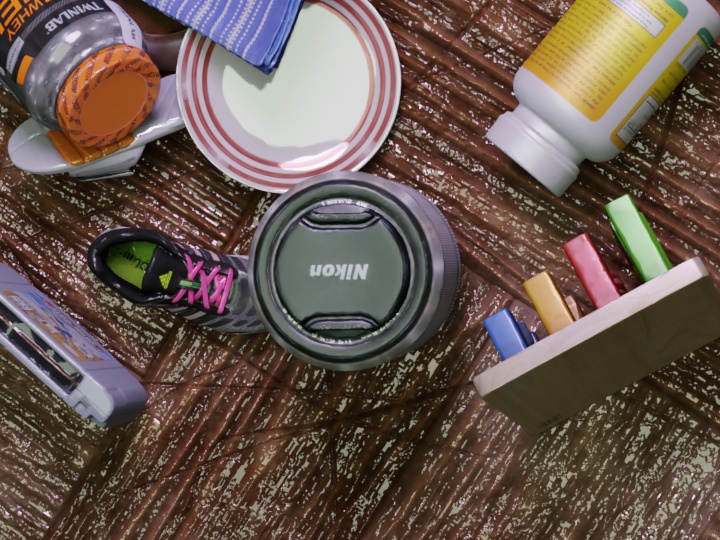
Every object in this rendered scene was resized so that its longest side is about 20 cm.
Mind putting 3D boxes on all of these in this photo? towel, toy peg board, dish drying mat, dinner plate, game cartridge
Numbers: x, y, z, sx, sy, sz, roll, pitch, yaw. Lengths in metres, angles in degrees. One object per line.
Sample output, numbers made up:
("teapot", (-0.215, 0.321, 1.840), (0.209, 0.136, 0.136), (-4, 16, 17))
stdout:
("towel", (-0.121, -0.272, 1.394), (0.200, 0.024, 0.145), (32, 107, 28))
("toy peg board", (0.189, 0.035, 1.348), (0.199, 0.200, 0.098), (-29, 68, 9))
("dish drying mat", (-0.070, -0.233, 1.469), (0.077, 0.018, 0.200), (9, 92, 11))
("dinner plate", (-0.064, -0.168, 1.445), (0.200, 0.024, 0.201), (0, 93, -5))
("game cartridge", (-0.280, 0.061, 1.450), (0.200, 0.133, 0.042), (41, 97, 6))

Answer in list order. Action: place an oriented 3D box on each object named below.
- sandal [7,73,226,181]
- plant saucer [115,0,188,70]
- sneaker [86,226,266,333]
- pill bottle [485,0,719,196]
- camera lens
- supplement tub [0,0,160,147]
("sandal", (-0.213, -0.119, 1.472), (0.206, 0.059, 0.079), (-18, 50, -7))
("plant saucer", (-0.175, -0.283, 1.473), (0.200, 0.032, 0.201), (0, 90, 15))
("sneaker", (-0.159, 0.009, 1.452), (0.200, 0.087, 0.074), (19, 94, 9))
("pill bottle", (0.201, -0.164, 1.375), (0.113, 0.113, 0.200), (40, 97, 7))
("camera lens", (0.000, 0.000, 1.367), (0.160, 0.200, 0.160), (0, 90, 10))
("supplement tub", (-0.270, -0.206, 1.425), (0.123, 0.123, 0.200), (-48, 63, 7))
